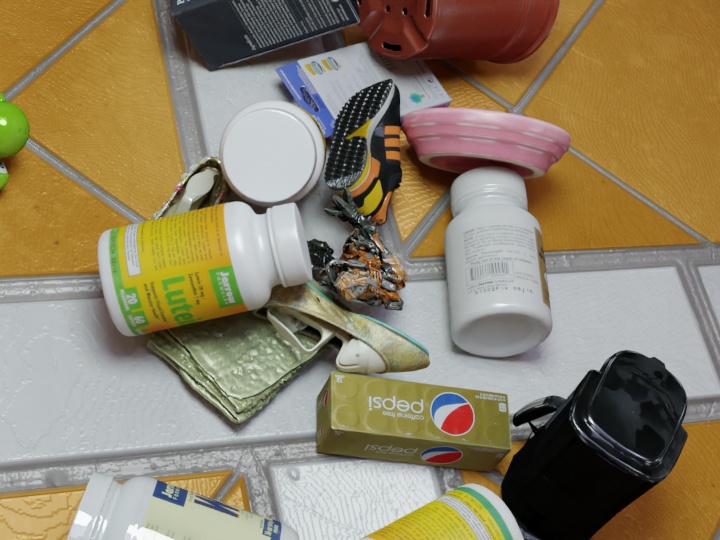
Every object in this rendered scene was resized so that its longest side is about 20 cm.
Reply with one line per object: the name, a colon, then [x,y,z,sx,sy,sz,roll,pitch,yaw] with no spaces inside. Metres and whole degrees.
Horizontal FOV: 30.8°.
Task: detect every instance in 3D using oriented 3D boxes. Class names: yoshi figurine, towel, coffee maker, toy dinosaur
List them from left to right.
yoshi figurine: [-0.422,-0.182,1.410,0.112,0.112,0.200,-24,72,-37]
towel: [-0.115,0.062,1.404,0.148,0.037,0.200,43,56,11]
toy dinosaur: [0.000,0.000,1.418,0.102,0.200,0.136,-45,74,-6]
coffee maker: [0.237,0.205,1.335,0.134,0.200,0.193,14,56,-9]

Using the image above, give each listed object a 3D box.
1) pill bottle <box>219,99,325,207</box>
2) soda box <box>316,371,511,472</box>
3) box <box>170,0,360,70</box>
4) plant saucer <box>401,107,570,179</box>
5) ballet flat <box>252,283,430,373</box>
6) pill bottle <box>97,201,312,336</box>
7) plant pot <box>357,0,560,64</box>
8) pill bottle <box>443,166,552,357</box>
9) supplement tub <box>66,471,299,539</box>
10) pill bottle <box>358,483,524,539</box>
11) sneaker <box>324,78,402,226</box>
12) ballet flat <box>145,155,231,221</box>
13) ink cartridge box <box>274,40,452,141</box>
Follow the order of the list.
pill bottle: [-0.094,-0.127,1.418,0.114,0.200,0.115,0,97,0]
soda box: [0.055,0.161,1.383,0.199,0.064,0.068,8,57,-14]
box: [-0.121,-0.376,1.575,0.196,0.124,0.200,-17,59,12]
plant saucer: [0.146,-0.146,1.544,0.200,0.200,0.051,8,86,-14]
ballet flat: [-0.026,0.069,1.368,0.200,0.071,0.071,29,54,6]
pill bottle: [-0.154,-0.007,1.322,0.199,0.111,0.111,-13,61,3]
plant pot: [0.108,-0.343,1.612,0.195,0.201,0.201,-17,65,-40]
pill bottle: [0.153,-0.013,1.495,0.114,0.114,0.200,7,57,-15]
supplement tub: [-0.169,0.273,1.185,0.200,0.145,0.145,20,55,-6]
pill bottle: [0.054,0.296,1.269,0.200,0.113,0.113,-23,69,-29]
sneaker: [0.016,-0.136,1.524,0.090,0.070,0.200,53,36,-32]
ballet flat: [-0.200,-0.052,1.429,0.075,0.064,0.200,24,55,-1]
ink cartridge box: [0.001,-0.221,1.619,0.200,0.042,0.119,-20,67,-32]
